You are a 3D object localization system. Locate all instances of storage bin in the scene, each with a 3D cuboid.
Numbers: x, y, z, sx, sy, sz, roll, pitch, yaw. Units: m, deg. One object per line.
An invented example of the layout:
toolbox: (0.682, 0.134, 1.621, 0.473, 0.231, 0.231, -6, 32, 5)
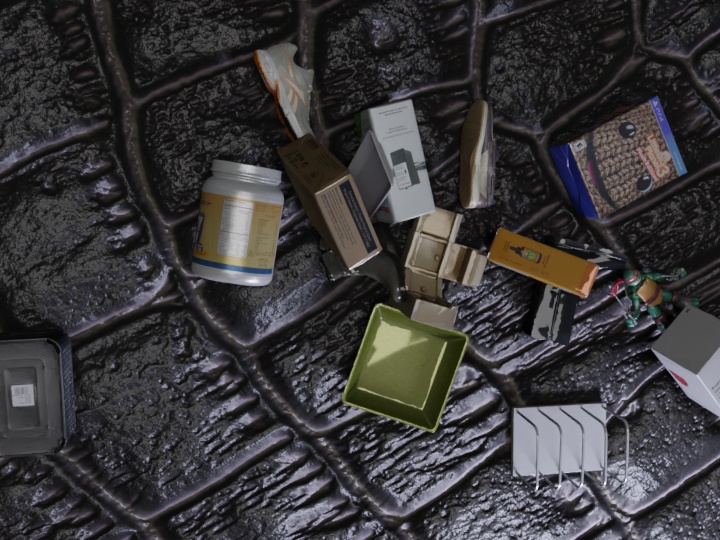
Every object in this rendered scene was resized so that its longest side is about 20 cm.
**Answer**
storage bin: (-0.577, 0.211, 1.370, 0.134, 0.094, 0.202, -2, 97, -9)

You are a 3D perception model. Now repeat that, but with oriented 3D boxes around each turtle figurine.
turtle figurine: (0.576, 0.048, 1.553, 0.199, 0.101, 0.150, 33, 104, -27)

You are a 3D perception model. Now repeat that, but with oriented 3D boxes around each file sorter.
file sorter: (0.410, 0.346, 1.542, 0.198, 0.125, 0.140, -2, 97, -10)

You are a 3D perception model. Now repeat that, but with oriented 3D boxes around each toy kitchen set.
toy kitchen set: (0.171, -0.001, 1.434, 0.162, 0.180, 0.202, 16, 94, -12)

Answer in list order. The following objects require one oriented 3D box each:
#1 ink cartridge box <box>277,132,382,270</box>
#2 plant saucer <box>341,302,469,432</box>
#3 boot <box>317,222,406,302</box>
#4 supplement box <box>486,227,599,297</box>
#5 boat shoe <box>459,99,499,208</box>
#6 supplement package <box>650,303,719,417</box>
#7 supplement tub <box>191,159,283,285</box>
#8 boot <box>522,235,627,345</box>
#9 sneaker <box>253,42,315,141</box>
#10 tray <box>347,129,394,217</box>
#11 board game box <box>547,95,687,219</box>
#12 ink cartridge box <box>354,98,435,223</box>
ink cartridge box: (-0.054, -0.122, 1.349, 0.075, 0.200, 0.166, -31, 127, -7)
plant saucer: (0.082, 0.182, 1.505, 0.198, 0.048, 0.202, 20, 92, -12)
boot: (0.000, 0.000, 1.415, 0.129, 0.201, 0.068, -17, 134, -9)
supplement box: (0.342, -0.014, 1.484, 0.198, 0.069, 0.067, 23, 92, 12)
boat shoe: (0.228, -0.216, 1.481, 0.064, 0.072, 0.202, 4, 92, -23)
supplement package: (0.684, 0.183, 1.542, 0.120, 0.121, 0.200, -48, 124, -2)
supplement tub: (-0.212, -0.083, 1.376, 0.143, 0.145, 0.202, 8, 94, -11)
boot: (0.419, 0.049, 1.537, 0.163, 0.066, 0.202, 13, 88, 1)
sneaker: (-0.111, -0.313, 1.408, 0.091, 0.076, 0.202, -27, 101, -10)
tray: (0.016, -0.155, 1.374, 0.022, 0.200, 0.108, -17, 78, -20)
board game box: (0.490, -0.214, 1.509, 0.199, 0.097, 0.161, -28, 100, -6)
ink cartridge box: (0.059, -0.193, 1.412, 0.082, 0.147, 0.202, -14, 99, -10)
